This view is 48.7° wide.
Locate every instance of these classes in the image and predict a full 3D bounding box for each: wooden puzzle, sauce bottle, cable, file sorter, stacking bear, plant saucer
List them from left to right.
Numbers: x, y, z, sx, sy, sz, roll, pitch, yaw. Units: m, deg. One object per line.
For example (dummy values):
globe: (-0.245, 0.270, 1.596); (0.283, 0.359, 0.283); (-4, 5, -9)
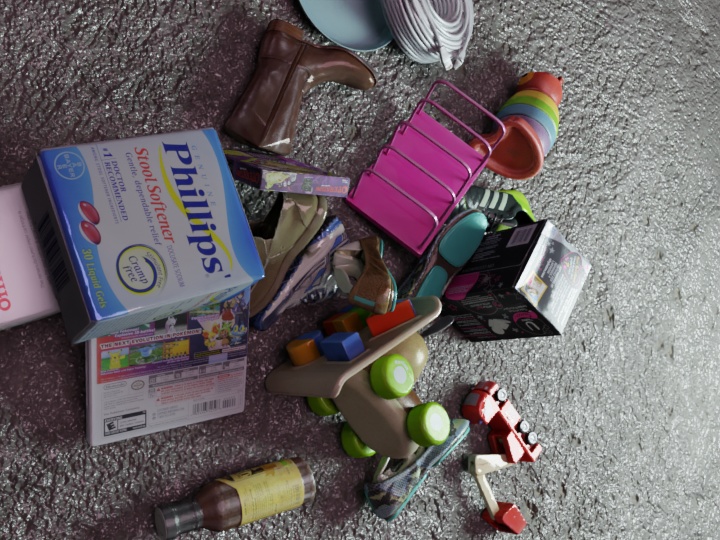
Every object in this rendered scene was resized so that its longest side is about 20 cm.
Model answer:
sauce bottle: (-0.153, 0.284, 0.986); (0.199, 0.065, 0.065); (-8, 86, -35)
plant saucer: (-0.021, -0.428, 1.215); (0.199, 0.027, 0.202); (6, 78, -32)
wooden puzzle: (-0.017, 0.087, 1.033); (0.200, 0.185, 0.047); (-36, 105, -31)
file sorter: (0.098, -0.154, 1.152); (0.139, 0.125, 0.200); (36, 68, 1)
cable: (0.107, -0.428, 1.250); (0.200, 0.069, 0.201); (53, 46, -29)
stacking bear: (0.282, -0.258, 1.337); (0.114, 0.121, 0.201); (41, 55, -18)

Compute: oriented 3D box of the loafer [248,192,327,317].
loafer: (-0.122, -0.026, 1.012); (0.067, 0.076, 0.201); (29, 102, -30)

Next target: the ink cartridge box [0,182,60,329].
ink cartridge box: (-0.346, -0.026, 0.903); (0.199, 0.083, 0.146); (-18, 93, -34)

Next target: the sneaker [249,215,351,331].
sneaker: (-0.069, 0.016, 1.081); (0.085, 0.077, 0.200); (50, 60, -20)

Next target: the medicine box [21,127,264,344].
medicine box: (-0.233, -0.042, 0.857); (0.199, 0.103, 0.183); (-16, 84, -36)

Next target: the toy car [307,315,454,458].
toy car: (0.055, 0.141, 1.099); (0.158, 0.164, 0.200); (53, 47, -14)

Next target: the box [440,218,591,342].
box: (0.220, 0.021, 1.189); (0.115, 0.200, 0.133); (42, 63, -21)

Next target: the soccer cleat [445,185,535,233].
soccer cleat: (0.200, -0.091, 1.267); (0.199, 0.068, 0.081); (-6, 54, -34)

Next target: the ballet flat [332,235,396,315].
ballet flat: (0.000, 0.000, 1.046); (0.072, 0.200, 0.068); (7, 114, -8)

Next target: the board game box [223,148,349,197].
board game box: (-0.114, -0.126, 1.005); (0.119, 0.200, 0.033); (-3, 106, -31)

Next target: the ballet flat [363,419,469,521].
ballet flat: (0.079, 0.262, 1.130); (0.200, 0.074, 0.074); (-41, 104, -34)

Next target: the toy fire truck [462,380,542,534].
toy fire truck: (0.209, 0.287, 1.226); (0.141, 0.049, 0.200); (-44, 105, -30)

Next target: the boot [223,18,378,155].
boot: (-0.080, -0.231, 1.117); (0.185, 0.064, 0.201); (21, 65, -14)

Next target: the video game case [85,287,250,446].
video game case: (-0.226, 0.103, 0.948); (0.199, 0.023, 0.184); (-7, 112, -35)

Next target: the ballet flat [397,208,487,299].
ballet flat: (0.113, -0.013, 1.194); (0.074, 0.074, 0.200); (42, 75, -19)
